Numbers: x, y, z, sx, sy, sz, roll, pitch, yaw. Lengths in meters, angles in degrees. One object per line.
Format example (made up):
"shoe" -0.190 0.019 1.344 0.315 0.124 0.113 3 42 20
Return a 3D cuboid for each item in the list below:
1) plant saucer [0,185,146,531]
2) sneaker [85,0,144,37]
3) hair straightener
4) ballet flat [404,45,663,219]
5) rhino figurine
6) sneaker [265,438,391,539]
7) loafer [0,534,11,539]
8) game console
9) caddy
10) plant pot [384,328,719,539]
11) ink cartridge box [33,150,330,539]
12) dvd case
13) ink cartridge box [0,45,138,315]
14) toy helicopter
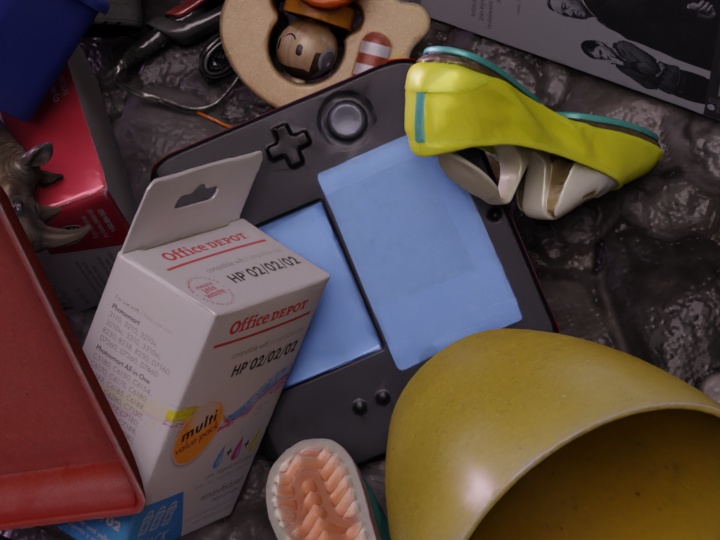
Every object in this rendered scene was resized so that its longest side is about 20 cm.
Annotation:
"plant saucer" -0.220 0.043 1.359 0.199 0.200 0.037 -10 27 30
"sneaker" -0.182 -0.193 1.533 0.060 0.200 0.104 -6 81 48
"hair straightener" -0.053 -0.154 1.559 0.200 0.041 0.077 -31 69 -4
"ballet flat" 0.091 -0.064 1.441 0.067 0.200 0.067 2 79 41
"rhino figurine" -0.231 -0.055 1.385 0.200 0.060 0.087 20 65 12
"sneaker" 0.004 0.188 1.399 0.071 0.080 0.200 -19 59 13
"loafer" -0.286 0.156 1.468 0.200 0.071 0.073 -1 70 8
"game console" 0.000 0.000 1.467 0.177 0.031 0.200 -23 91 -1
"caddy" -0.211 -0.157 1.355 0.141 0.200 0.105 30 92 20
"plant pot" 0.091 0.111 1.383 0.200 0.200 0.142 -36 44 -5
"ink cartridge box" -0.089 0.045 1.404 0.068 0.115 0.200 32 115 21
"dvd case" 0.123 -0.171 1.484 0.200 0.150 0.025 21 54 15
"ink cartridge box" -0.237 -0.045 1.493 0.200 0.145 0.145 -20 69 0
"toy helicopter" 0.000 -0.091 1.507 0.200 0.079 0.132 44 90 1
